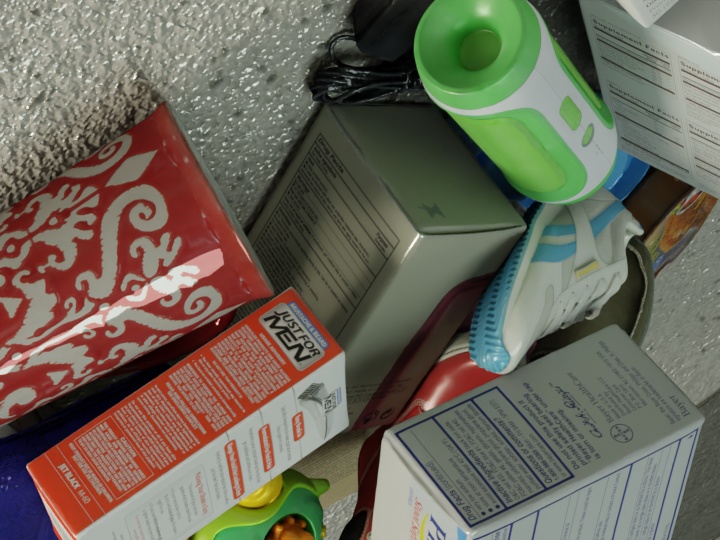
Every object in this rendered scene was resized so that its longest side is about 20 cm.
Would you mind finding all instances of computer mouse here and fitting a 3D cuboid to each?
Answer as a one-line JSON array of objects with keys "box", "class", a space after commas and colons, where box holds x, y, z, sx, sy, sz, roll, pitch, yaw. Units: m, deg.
[{"box": [0.053, -0.176, 1.245, 0.138, 0.053, 0.201, -15, 144, -29], "class": "computer mouse"}]

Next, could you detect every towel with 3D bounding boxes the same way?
[{"box": [-0.199, 0.139, 1.291, 0.199, 0.050, 0.148, -22, 149, -37], "class": "towel"}]

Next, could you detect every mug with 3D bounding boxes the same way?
[{"box": [-0.161, 0.021, 1.218, 0.199, 0.134, 0.178, -29, 121, -2], "class": "mug"}]

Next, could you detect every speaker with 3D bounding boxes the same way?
[{"box": [0.102, -0.108, 1.262, 0.088, 0.089, 0.200, -39, 152, 7], "class": "speaker"}]

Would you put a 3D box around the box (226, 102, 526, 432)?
[{"box": [0.000, 0.000, 1.363, 0.108, 0.128, 0.201, -4, 138, -44], "class": "box"}]

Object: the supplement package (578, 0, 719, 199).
[{"box": [0.257, -0.160, 1.331, 0.152, 0.150, 0.200, -54, 153, -14], "class": "supplement package"}]

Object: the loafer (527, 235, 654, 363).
[{"box": [0.164, 0.063, 1.462, 0.070, 0.075, 0.202, 46, 63, -77], "class": "loafer"}]

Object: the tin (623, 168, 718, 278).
[{"box": [0.237, -0.036, 1.593, 0.112, 0.042, 0.200, -41, 166, -25], "class": "tin"}]

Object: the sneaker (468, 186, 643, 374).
[{"box": [0.136, 0.004, 1.358, 0.077, 0.080, 0.200, -54, -178, 46], "class": "sneaker"}]

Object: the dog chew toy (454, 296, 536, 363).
[{"box": [0.077, 0.037, 1.481, 0.124, 0.125, 0.200, -25, 155, -16], "class": "dog chew toy"}]

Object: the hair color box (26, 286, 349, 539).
[{"box": [-0.104, 0.108, 1.245, 0.199, 0.064, 0.111, -33, 155, -16], "class": "hair color box"}]

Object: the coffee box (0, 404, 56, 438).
[{"box": [-0.256, 0.139, 1.350, 0.114, 0.080, 0.200, -37, 150, 0], "class": "coffee box"}]

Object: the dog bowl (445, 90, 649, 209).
[{"box": [0.133, -0.087, 1.451, 0.199, 0.050, 0.112, 4, 132, -48], "class": "dog bowl"}]

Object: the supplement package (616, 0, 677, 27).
[{"box": [0.146, -0.248, 1.117, 0.121, 0.120, 0.200, -42, 154, 7], "class": "supplement package"}]

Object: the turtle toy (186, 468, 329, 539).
[{"box": [-0.100, 0.212, 1.403, 0.199, 0.101, 0.146, -36, 169, -1], "class": "turtle toy"}]

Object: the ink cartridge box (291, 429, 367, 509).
[{"box": [-0.077, 0.136, 1.529, 0.199, 0.075, 0.165, -27, 150, -15], "class": "ink cartridge box"}]

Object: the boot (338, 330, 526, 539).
[{"box": [0.048, 0.140, 1.412, 0.072, 0.145, 0.200, 28, 139, -11], "class": "boot"}]

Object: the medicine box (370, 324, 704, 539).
[{"box": [0.115, 0.162, 1.347, 0.199, 0.103, 0.183, -22, 141, -25], "class": "medicine box"}]
